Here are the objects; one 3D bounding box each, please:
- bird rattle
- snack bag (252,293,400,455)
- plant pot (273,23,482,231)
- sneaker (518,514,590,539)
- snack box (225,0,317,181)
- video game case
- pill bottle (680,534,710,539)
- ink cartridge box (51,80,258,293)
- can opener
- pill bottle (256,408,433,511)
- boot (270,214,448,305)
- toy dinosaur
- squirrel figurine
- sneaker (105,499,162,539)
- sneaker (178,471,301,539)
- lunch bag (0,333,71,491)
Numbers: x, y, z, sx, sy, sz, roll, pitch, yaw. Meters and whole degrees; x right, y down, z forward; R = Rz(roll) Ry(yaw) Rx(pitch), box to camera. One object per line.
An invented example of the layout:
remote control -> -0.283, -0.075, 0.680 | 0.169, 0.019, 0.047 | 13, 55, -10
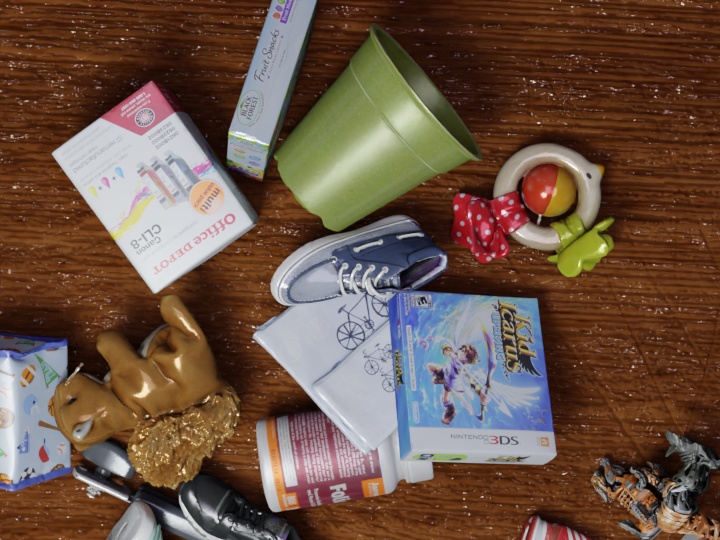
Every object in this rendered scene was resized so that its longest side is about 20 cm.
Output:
bird rattle -> 0.214, -0.074, 1.588 | 0.200, 0.113, 0.163 | 16, 82, 10
snack bag -> 0.003, 0.088, 1.556 | 0.200, 0.021, 0.189 | 46, 61, 9
plant pot -> 0.006, -0.150, 1.528 | 0.190, 0.200, 0.200 | -38, 94, 14
sneaker -> 0.234, 0.412, 1.617 | 0.115, 0.078, 0.200 | 17, 95, -1
snack box -> -0.101, -0.218, 1.501 | 0.053, 0.142, 0.200 | 17, 76, -2
video game case -> 0.130, 0.125, 1.543 | 0.181, 0.045, 0.200 | 4, 65, -18
pill bottle -> 0.479, 0.397, 1.604 | 0.200, 0.113, 0.113 | 25, 93, -3
ink cartridge box -> -0.232, -0.096, 1.532 | 0.145, 0.145, 0.200 | -36, 95, 1
can opener -> -0.259, 0.274, 1.605 | 0.200, 0.053, 0.067 | 29, 94, -4
pill bottle -> -0.018, 0.219, 1.577 | 0.200, 0.114, 0.114 | -9, 95, 0
boot -> 0.000, 0.000, 1.527 | 0.200, 0.090, 0.073 | -26, 129, -17
toy dinosaur -> 0.385, 0.271, 1.593 | 0.200, 0.102, 0.136 | 24, 90, 7
squirrel figurine -> -0.248, 0.159, 1.518 | 0.187, 0.142, 0.200 | -34, 88, -21
sneaker -> -0.237, 0.334, 1.550 | 0.118, 0.200, 0.074 | 31, 66, -7
sneaker -> -0.125, 0.304, 1.579 | 0.200, 0.076, 0.088 | 44, 135, -16
lunch bag -> -0.452, 0.160, 1.550 | 0.200, 0.124, 0.170 | 5, 96, 31
